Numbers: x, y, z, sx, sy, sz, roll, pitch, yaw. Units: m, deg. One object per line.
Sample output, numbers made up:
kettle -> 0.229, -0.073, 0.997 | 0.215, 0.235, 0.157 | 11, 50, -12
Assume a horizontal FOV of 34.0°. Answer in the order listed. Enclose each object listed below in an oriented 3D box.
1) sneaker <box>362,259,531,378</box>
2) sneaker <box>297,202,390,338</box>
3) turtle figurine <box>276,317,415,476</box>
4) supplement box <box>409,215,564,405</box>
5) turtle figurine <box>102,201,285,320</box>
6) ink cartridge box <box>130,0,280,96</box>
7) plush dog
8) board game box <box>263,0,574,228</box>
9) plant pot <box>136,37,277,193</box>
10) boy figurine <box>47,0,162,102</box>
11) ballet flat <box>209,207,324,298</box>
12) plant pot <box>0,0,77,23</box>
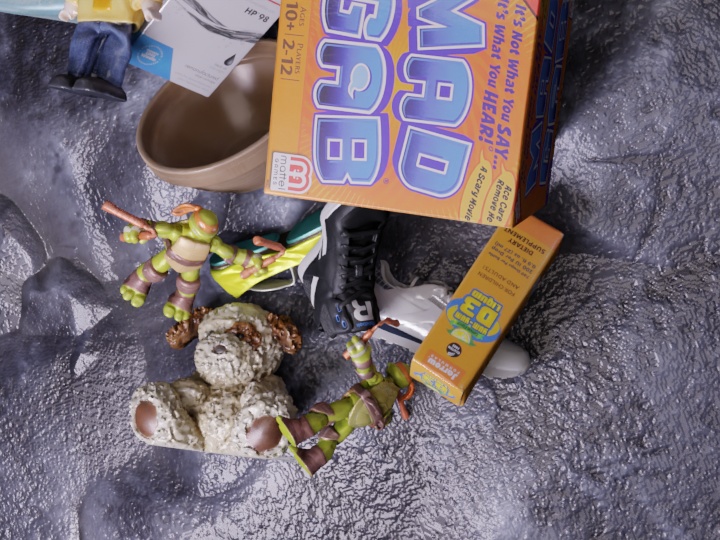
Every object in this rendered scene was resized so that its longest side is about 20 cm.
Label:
sneaker -> 0.092, 0.056, 1.262 | 0.200, 0.076, 0.081 | 20, 93, 12
sneaker -> 0.000, 0.000, 1.194 | 0.200, 0.073, 0.112 | 119, 135, -56
turtle figurine -> -0.001, 0.145, 1.223 | 0.161, 0.200, 0.064 | -35, 58, -14
supplement box -> 0.129, 0.036, 1.203 | 0.066, 0.069, 0.200 | 31, 77, 10
turtle figurine -> -0.195, -0.021, 1.243 | 0.161, 0.200, 0.065 | -49, 39, 42
ink cartridge box -> -0.146, -0.279, 1.181 | 0.200, 0.116, 0.067 | -43, 49, 29
plush dog -> -0.137, 0.120, 1.319 | 0.200, 0.160, 0.172 | 3, 79, 21
board game box -> 0.055, -0.156, 0.963 | 0.200, 0.200, 0.200 | 9, 101, 15
plant pot -> -0.131, -0.149, 1.266 | 0.200, 0.201, 0.093 | -13, 136, 18
boy figurine -> -0.238, -0.265, 1.135 | 0.124, 0.064, 0.200 | 15, 93, 31
ballet flat -> -0.074, -0.018, 1.312 | 0.200, 0.067, 0.067 | -20, 112, 21
plant pot -> -0.307, -0.353, 1.253 | 0.200, 0.196, 0.196 | 20, 103, 18
